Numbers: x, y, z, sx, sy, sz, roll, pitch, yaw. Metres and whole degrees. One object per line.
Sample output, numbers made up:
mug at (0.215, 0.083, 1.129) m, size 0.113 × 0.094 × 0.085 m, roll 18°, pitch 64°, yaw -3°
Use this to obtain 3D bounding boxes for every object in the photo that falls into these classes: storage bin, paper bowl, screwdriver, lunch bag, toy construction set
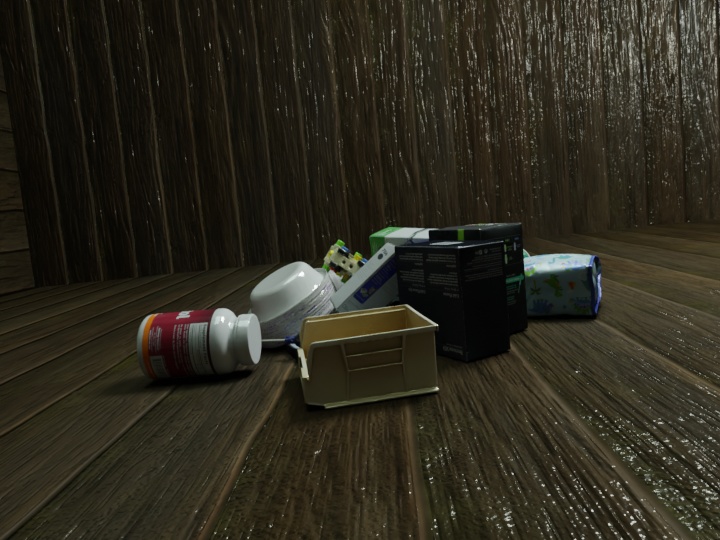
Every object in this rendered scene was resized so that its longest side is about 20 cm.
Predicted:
storage bin at (0.003, 0.123, 0.938) m, size 0.192 × 0.097 × 0.200 m, roll -6°, pitch 7°, yaw -8°
paper bowl at (-0.149, 0.059, 1.281) m, size 0.197 × 0.106 × 0.201 m, roll -28°, pitch 16°, yaw 9°
screwdriver at (-0.155, 0.130, 1.149) m, size 0.194 × 0.029 × 0.029 m, roll -2°, pitch -22°, yaw 14°
lunch bag at (0.422, 0.021, 1.320) m, size 0.165 × 0.131 × 0.200 m, roll -3°, pitch 16°, yaw 25°
toy construction set at (0.000, 0.000, 1.313) m, size 0.196 × 0.095 × 0.131 m, roll 14°, pitch -12°, yaw 33°

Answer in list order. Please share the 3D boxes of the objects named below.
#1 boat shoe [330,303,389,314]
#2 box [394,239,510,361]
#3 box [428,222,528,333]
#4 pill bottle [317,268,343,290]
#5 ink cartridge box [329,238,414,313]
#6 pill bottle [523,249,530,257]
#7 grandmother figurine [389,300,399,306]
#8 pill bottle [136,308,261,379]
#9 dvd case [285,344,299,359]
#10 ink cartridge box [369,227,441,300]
boat shoe at (-0.034, 0.100, 1.306) m, size 0.194 × 0.073 × 0.063 m, roll -8°, pitch 24°, yaw 13°
box at (0.158, 0.044, 1.093) m, size 0.101 × 0.188 × 0.198 m, roll -8°, pitch 7°, yaw -29°
box at (0.227, 0.016, 1.196) m, size 0.122 × 0.207 × 0.147 m, roll -10°, pitch 7°, yaw -34°
pill bottle at (-0.064, 0.047, 1.604) m, size 0.196 × 0.118 × 0.112 m, roll -9°, pitch 7°, yaw -36°
ink cartridge box at (0.040, 0.020, 1.215) m, size 0.099 × 0.199 × 0.039 m, roll 42°, pitch 8°, yaw -46°
pill bottle at (0.348, 0.006, 1.587) m, size 0.197 × 0.117 × 0.111 m, roll -12°, pitch 9°, yaw -43°
grandmother figurine at (0.116, 0.081, 1.395) m, size 0.194 × 0.063 × 0.121 m, roll -2°, pitch -3°, yaw 13°
pill bottle at (-0.277, 0.127, 1.081) m, size 0.193 × 0.117 × 0.113 m, roll -5°, pitch 6°, yaw 6°
dvd case at (-0.032, 0.140, 1.173) m, size 0.194 × 0.018 × 0.142 m, roll -9°, pitch 8°, yaw -21°
ink cartridge box at (0.124, -0.011, 1.341) m, size 0.196 × 0.151 × 0.082 m, roll 4°, pitch 18°, yaw 43°
